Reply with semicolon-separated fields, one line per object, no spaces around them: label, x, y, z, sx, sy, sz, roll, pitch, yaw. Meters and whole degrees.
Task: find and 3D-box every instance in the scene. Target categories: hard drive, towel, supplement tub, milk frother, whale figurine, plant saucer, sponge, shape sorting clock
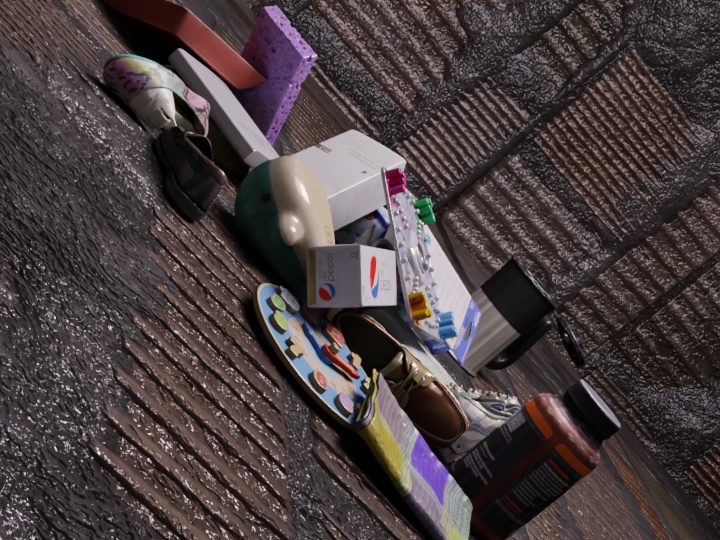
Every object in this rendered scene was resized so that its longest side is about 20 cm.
hard drive;-0.173;-0.205;1.830;0.200;0.027;0.132;54;9;25
towel;0.059;0.203;1.379;0.200;0.023;0.144;56;13;-9
supplement tub;0.196;0.212;1.526;0.107;0.200;0.107;48;10;-11
milk frother;0.256;0.114;2.265;0.180;0.188;0.200;44;11;-28
whale figurine;-0.086;-0.032;1.592;0.159;0.104;0.201;2;72;-78
plant saucer;-0.258;-0.330;1.923;0.200;0.037;0.200;28;-7;39
towel;0.071;0.132;1.763;0.200;0.048;0.171;51;6;9
sponge;-0.140;-0.272;1.971;0.030;0.200;0.112;-15;57;-42
shape sorting clock;-0.039;0.091;1.408;0.200;0.039;0.200;48;9;-10
plant saucer;-0.213;-0.213;1.857;0.200;0.031;0.200;48;10;-11

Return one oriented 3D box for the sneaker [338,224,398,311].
sneaker;0.000;0.000;1.731;0.075;0.115;0.200;49;9;-5

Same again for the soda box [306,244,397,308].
soda box;-0.008;0.008;1.533;0.200;0.063;0.068;6;82;-78

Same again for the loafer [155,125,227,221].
loafer;-0.182;-0.119;1.510;0.072;0.063;0.200;45;10;-28

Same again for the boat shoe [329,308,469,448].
boat shoe;0.037;0.121;1.520;0.200;0.076;0.074;42;-8;10

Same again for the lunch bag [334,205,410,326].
lunch bag;0.018;-0.040;1.967;0.170;0.124;0.200;43;7;-39

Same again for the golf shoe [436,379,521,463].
golf shoe;0.103;0.181;1.616;0.200;0.098;0.078;15;-6;-28

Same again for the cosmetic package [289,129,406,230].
cosmetic package;-0.037;-0.118;1.825;0.102;0.074;0.200;31;33;21

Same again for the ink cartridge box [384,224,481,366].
ink cartridge box;0.094;0.026;1.850;0.200;0.042;0.119;54;36;-24

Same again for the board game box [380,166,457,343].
board game box;0.077;-0.018;1.724;0.200;0.026;0.201;32;46;-72

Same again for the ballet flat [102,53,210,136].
ballet flat;-0.233;-0.194;1.606;0.200;0.069;0.071;30;40;-65
